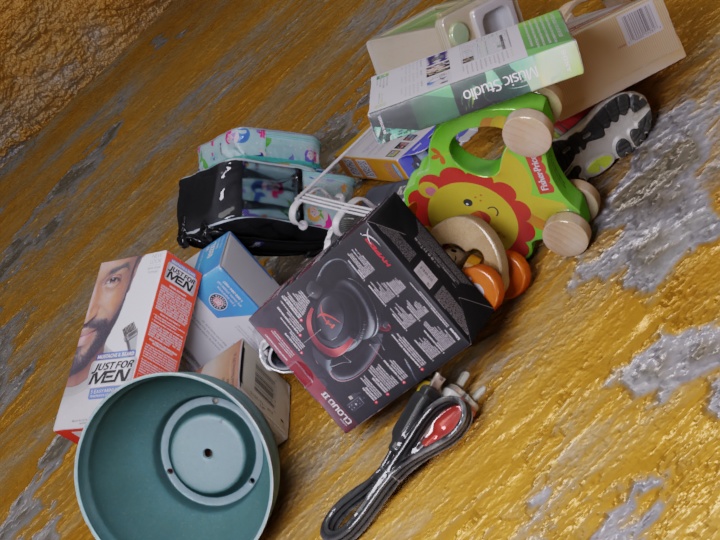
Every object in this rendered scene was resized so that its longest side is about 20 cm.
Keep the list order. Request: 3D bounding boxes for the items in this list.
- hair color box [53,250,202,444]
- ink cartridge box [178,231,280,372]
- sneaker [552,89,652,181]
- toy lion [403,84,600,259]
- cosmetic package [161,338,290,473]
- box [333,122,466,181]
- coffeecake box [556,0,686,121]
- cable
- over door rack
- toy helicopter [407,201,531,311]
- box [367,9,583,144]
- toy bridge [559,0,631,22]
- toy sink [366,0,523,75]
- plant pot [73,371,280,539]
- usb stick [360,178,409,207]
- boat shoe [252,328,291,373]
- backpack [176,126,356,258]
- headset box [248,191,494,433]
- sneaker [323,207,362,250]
[{"bbox_3d":[-0.249,0.087,1.634,0.110,0.064,0.202,-10,57,38],"label":"hair color box"},{"bbox_3d":[-0.184,0.074,1.750,0.199,0.145,0.084,-33,25,22],"label":"ink cartridge box"},{"bbox_3d":[0.208,-0.119,1.564,0.199,0.077,0.085,-30,17,2],"label":"sneaker"},{"bbox_3d":[0.123,-0.081,1.475,0.190,0.201,0.069,-5,41,27],"label":"toy lion"},{"bbox_3d":[-0.178,0.177,1.638,0.199,0.087,0.104,-36,26,17],"label":"cosmetic package"},{"bbox_3d":[0.059,-0.162,1.887,0.119,0.042,0.199,-42,24,-16],"label":"box"},{"bbox_3d":[0.223,-0.216,1.591,0.152,0.074,0.200,-28,9,-11],"label":"coffeecake box"},{"bbox_3d":[0.045,0.175,1.374,0.097,0.050,0.201,24,81,54],"label":"cable"},{"bbox_3d":[0.031,-0.107,1.711,0.147,0.067,0.201,15,58,38],"label":"over door rack"},{"bbox_3d":[0.063,0.021,1.494,0.200,0.133,0.079,-48,-13,33],"label":"toy helicopter"},{"bbox_3d":[0.105,-0.182,1.419,0.198,0.037,0.145,-20,19,9],"label":"box"},{"bbox_3d":[0.245,-0.266,1.745,0.027,0.067,0.201,-9,40,52],"label":"toy bridge"},{"bbox_3d":[0.126,-0.262,1.808,0.130,0.113,0.199,-33,20,-34],"label":"toy sink"},{"bbox_3d":[-0.164,0.191,1.499,0.200,0.201,0.134,-37,-3,13],"label":"plant pot"},{"bbox_3d":[0.069,-0.087,1.764,0.199,0.033,0.056,-9,39,52],"label":"usb stick"},{"bbox_3d":[-0.070,0.079,1.593,0.068,0.073,0.199,-28,22,-28],"label":"boat shoe"},{"bbox_3d":[-0.107,-0.087,1.821,0.177,0.198,0.153,-15,67,62],"label":"backpack"},{"bbox_3d":[0.002,0.047,1.431,0.200,0.149,0.075,-39,4,34],"label":"headset box"},{"bbox_3d":[0.000,0.000,1.692,0.090,0.067,0.201,-22,34,33],"label":"sneaker"}]
